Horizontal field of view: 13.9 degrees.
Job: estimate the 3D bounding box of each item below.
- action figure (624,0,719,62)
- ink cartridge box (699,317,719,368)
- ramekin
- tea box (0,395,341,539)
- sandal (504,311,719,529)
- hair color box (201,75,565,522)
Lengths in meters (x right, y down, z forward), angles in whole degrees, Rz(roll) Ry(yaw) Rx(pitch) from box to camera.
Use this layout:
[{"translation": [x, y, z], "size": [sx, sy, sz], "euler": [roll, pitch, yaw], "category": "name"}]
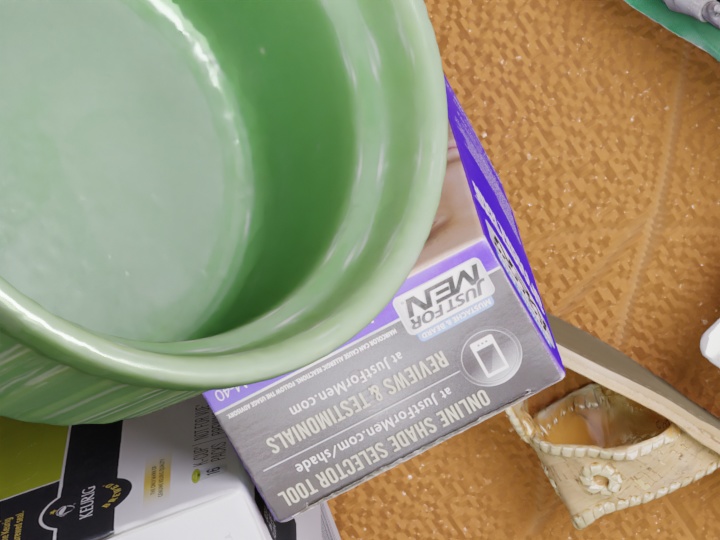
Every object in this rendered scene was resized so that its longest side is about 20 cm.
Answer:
[{"translation": [0.149, -0.111, 1.066], "size": [0.200, 0.055, 0.118], "euler": [31, 85, 18], "category": "action figure"}, {"translation": [0.228, -0.020, 1.118], "size": [0.116, 0.068, 0.200], "euler": [39, 101, -11], "category": "ink cartridge box"}, {"translation": [-0.082, -0.049, 0.908], "size": [0.200, 0.098, 0.201], "euler": [12, 67, -29], "category": "ramekin"}, {"translation": [-0.110, 0.130, 1.083], "size": [0.196, 0.200, 0.134], "euler": [-19, 107, 5], "category": "tea box"}, {"translation": [0.108, 0.073, 1.138], "size": [0.211, 0.078, 0.070], "euler": [23, 99, -14], "category": "sandal"}, {"translation": [0.000, 0.000, 1.045], "size": [0.109, 0.200, 0.065], "euler": [-28, 112, 6], "category": "hair color box"}]
